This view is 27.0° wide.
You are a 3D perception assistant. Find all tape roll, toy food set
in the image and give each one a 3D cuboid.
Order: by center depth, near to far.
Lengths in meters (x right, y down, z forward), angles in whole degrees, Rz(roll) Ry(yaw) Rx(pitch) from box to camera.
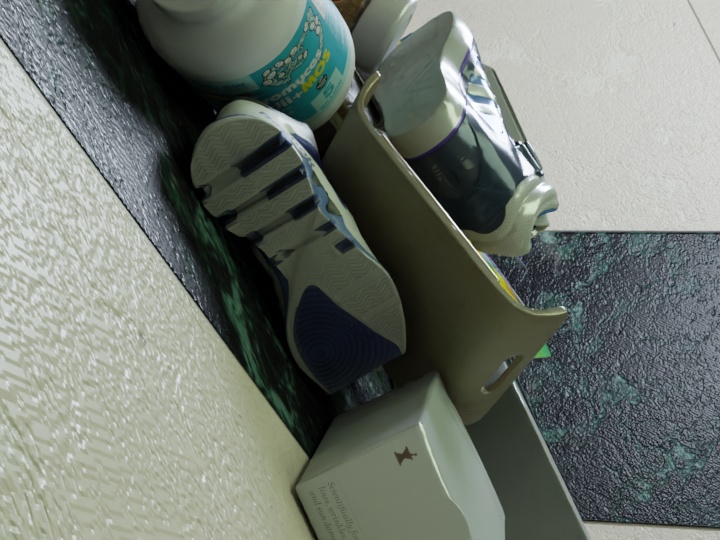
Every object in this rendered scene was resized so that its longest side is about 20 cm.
[{"bbox_3d":[0.040,-0.010,0.980,0.201,0.060,0.144,52,-37,14],"label":"toy food set"},{"bbox_3d":[0.129,0.177,1.185,0.200,0.066,0.202,-25,91,-86],"label":"tape roll"}]

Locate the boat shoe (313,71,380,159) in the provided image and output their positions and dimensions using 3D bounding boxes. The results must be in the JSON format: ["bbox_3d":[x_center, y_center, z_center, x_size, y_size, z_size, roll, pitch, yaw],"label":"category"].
[{"bbox_3d":[-0.027,-0.126,1.167,0.074,0.064,0.200,57,8,-7],"label":"boat shoe"}]

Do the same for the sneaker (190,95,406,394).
[{"bbox_3d":[-0.037,-0.033,0.945,0.201,0.080,0.116,60,11,-26],"label":"sneaker"}]

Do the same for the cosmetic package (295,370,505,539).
[{"bbox_3d":[0.030,0.136,0.874,0.114,0.080,0.200,65,8,0],"label":"cosmetic package"}]

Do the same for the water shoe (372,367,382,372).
[{"bbox_3d":[0.000,0.000,1.146,0.079,0.071,0.202,63,8,-54],"label":"water shoe"}]

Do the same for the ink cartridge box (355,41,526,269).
[{"bbox_3d":[0.066,-0.120,1.261,0.200,0.047,0.198,42,11,-35],"label":"ink cartridge box"}]

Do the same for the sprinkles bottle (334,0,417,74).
[{"bbox_3d":[-0.055,-0.229,1.131,0.199,0.069,0.068,34,6,3],"label":"sprinkles bottle"}]

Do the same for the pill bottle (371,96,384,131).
[{"bbox_3d":[0.022,-0.054,1.326,0.202,0.110,0.111,63,7,-16],"label":"pill bottle"}]

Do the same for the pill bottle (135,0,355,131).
[{"bbox_3d":[-0.076,-0.162,0.965,0.112,0.110,0.200,67,8,17],"label":"pill bottle"}]

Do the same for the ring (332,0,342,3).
[{"bbox_3d":[-0.090,-0.241,1.008,0.199,0.019,0.200,28,-6,3],"label":"ring"}]

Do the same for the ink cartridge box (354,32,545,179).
[{"bbox_3d":[0.062,-0.126,1.510,0.147,0.146,0.200,62,-11,-27],"label":"ink cartridge box"}]

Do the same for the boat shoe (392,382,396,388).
[{"bbox_3d":[0.066,0.075,1.366,0.062,0.074,0.201,59,10,-27],"label":"boat shoe"}]

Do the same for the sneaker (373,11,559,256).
[{"bbox_3d":[0.080,-0.088,1.074,0.147,0.080,0.201,49,20,-22],"label":"sneaker"}]

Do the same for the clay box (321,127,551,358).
[{"bbox_3d":[0.059,-0.009,1.088,0.201,0.047,0.115,56,13,12],"label":"clay box"}]
